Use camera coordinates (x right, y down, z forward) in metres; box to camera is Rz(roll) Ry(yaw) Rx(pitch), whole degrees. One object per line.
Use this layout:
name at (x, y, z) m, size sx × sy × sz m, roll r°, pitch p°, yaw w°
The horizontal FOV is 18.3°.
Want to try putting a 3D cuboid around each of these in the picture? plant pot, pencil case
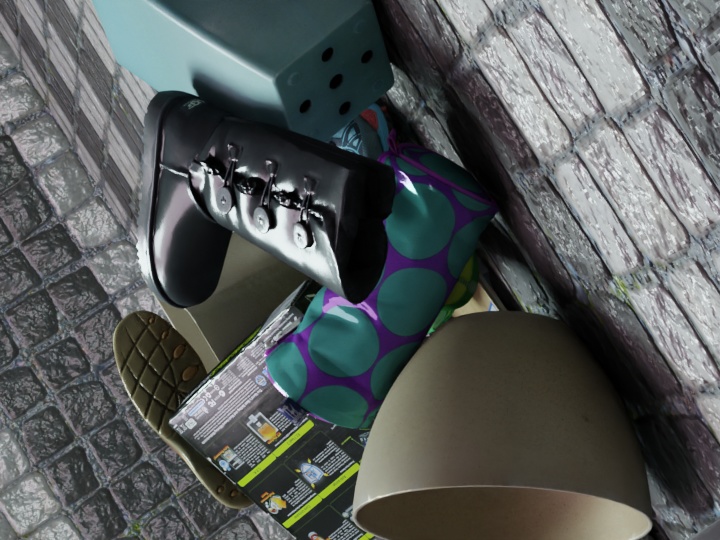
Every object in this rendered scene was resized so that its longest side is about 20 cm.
plant pot at (0.095, 0.105, 1.502) m, size 0.200 × 0.199 × 0.136 m, roll 89°, pitch -177°, yaw -71°
pencil case at (0.011, 0.011, 1.523) m, size 0.092 × 0.201 × 0.085 m, roll 30°, pitch -164°, yaw -4°
plant pot at (-0.077, -0.181, 1.555) m, size 0.200 × 0.141 × 0.142 m, roll 40°, pitch 162°, yaw 33°
plant pot at (-0.053, 0.053, 1.985) m, size 0.201 × 0.176 × 0.200 m, roll 60°, pitch 170°, yaw -18°

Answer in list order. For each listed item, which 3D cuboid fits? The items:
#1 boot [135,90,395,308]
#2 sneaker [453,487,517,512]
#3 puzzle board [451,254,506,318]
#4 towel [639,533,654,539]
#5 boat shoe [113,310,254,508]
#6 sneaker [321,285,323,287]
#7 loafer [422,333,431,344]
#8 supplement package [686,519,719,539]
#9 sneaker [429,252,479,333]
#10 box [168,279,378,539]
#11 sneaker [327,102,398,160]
boot at (-0.062, -0.022, 1.506) m, size 0.199 × 0.065 × 0.166 m, roll 21°, pitch 127°, yaw 36°
sneaker at (0.128, 0.190, 1.650) m, size 0.200 × 0.076 × 0.091 m, roll 43°, pitch -162°, yaw -16°
puzzle board at (0.091, 0.029, 1.700) m, size 0.201 × 0.017 × 0.151 m, roll 55°, pitch 168°, yaw 14°
towel at (0.146, 0.154, 1.697) m, size 0.200 × 0.034 × 0.133 m, roll 50°, pitch 166°, yaw -1°
boat shoe at (-0.157, 0.126, 2.001) m, size 0.201 × 0.072 × 0.068 m, roll 55°, pitch 169°, yaw -3°
sneaker at (-0.007, 0.031, 1.864) m, size 0.071 × 0.075 × 0.201 m, roll 115°, pitch 138°, yaw -69°
loafer at (0.000, 0.000, 1.802) m, size 0.201 × 0.072 × 0.073 m, roll 55°, pitch -161°, yaw 14°
supplement package at (0.214, 0.255, 1.489) m, size 0.122 × 0.119 × 0.200 m, roll 54°, pitch 169°, yaw 9°
sneaker at (0.047, 0.002, 1.641) m, size 0.083 × 0.074 × 0.200 m, roll 36°, pitch 172°, yaw -18°
box at (-0.032, 0.130, 1.825) m, size 0.193 × 0.048 × 0.200 m, roll 41°, pitch 131°, yaw -7°
sneaker at (-0.033, -0.087, 1.677) m, size 0.200 × 0.095 × 0.080 m, roll 42°, pitch 148°, yaw 57°
